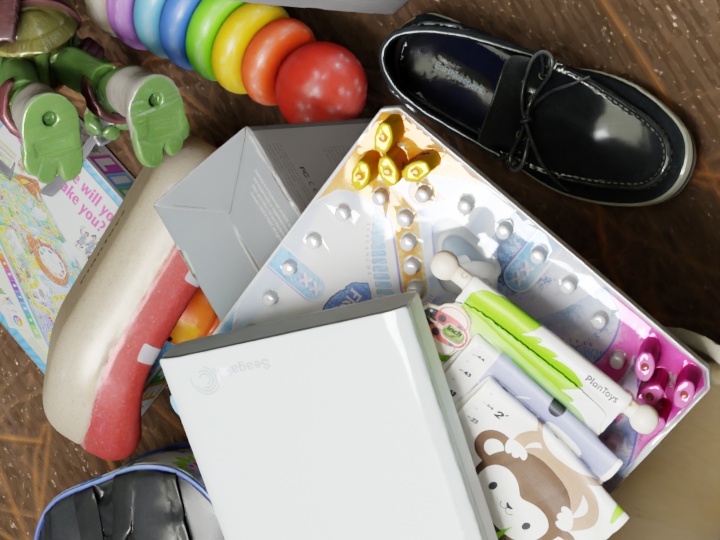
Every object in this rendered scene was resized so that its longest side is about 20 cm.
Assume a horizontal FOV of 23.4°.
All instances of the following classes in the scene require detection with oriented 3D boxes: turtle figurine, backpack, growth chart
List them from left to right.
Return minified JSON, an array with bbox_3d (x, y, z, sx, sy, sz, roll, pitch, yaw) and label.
[{"bbox_3d":[-0.191,-0.083,1.032,0.194,0.143,0.201,31,95,51],"label":"turtle figurine"},{"bbox_3d":[-0.101,0.208,1.076,0.182,0.147,0.202,-19,91,29],"label":"backpack"},{"bbox_3d":[0.054,0.106,0.821,0.144,0.018,0.201,32,117,7],"label":"growth chart"}]

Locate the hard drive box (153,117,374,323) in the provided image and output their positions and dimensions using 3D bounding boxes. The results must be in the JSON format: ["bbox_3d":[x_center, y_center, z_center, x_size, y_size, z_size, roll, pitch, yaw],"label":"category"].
[{"bbox_3d":[0.000,0.000,0.970,0.077,0.200,0.157,-36,79,26],"label":"hard drive box"}]

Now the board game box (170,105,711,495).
[{"bbox_3d":[0.031,0.058,0.837,0.200,0.026,0.200,40,115,3],"label":"board game box"}]

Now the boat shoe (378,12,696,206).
[{"bbox_3d":[0.095,-0.091,0.988,0.199,0.062,0.075,28,106,21],"label":"boat shoe"}]

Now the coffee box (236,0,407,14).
[{"bbox_3d":[-0.013,-0.280,0.944,0.199,0.200,0.199,-40,77,25],"label":"coffee box"}]

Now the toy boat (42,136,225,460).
[{"bbox_3d":[-0.105,0.027,1.050,0.130,0.131,0.201,31,93,-13],"label":"toy boat"}]

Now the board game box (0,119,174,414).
[{"bbox_3d":[-0.190,-0.006,1.162,0.200,0.034,0.135,47,114,15],"label":"board game box"}]

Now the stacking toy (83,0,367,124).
[{"bbox_3d":[-0.074,-0.139,1.043,0.199,0.085,0.086,36,111,28],"label":"stacking toy"}]

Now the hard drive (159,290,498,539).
[{"bbox_3d":[-0.004,0.118,0.823,0.131,0.026,0.202,-12,105,24],"label":"hard drive"}]

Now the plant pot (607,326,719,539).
[{"bbox_3d":[0.195,0.150,0.874,0.200,0.182,0.202,-33,48,45],"label":"plant pot"}]
